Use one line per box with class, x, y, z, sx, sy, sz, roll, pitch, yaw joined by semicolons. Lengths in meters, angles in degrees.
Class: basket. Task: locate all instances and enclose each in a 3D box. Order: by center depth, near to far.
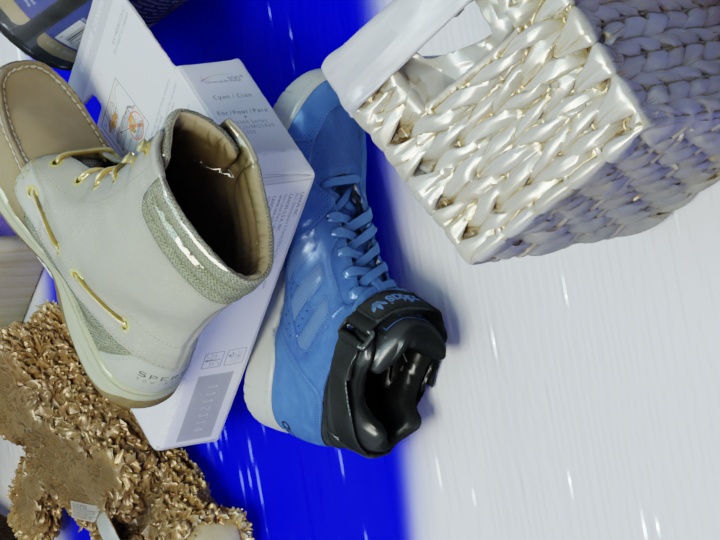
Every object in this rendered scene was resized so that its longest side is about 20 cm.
basket;0.103;-0.088;1.423;0.136;0.200;0.123;-39;74;30

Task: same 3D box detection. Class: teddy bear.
teddy bear;-0.139;0.112;1.693;0.200;0.067;0.145;34;120;23

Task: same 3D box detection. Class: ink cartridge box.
ink cartridge box;-0.106;-0.034;1.609;0.176;0.045;0.200;56;140;35

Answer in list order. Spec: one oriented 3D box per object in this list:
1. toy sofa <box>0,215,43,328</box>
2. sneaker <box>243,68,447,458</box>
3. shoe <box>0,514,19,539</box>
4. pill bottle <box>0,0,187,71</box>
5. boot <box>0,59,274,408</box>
toy sofa;-0.272;-0.053;1.762;0.200;0.083;0.098;37;113;29
sneaker;0.001;0.000;1.569;0.111;0.077;0.200;18;106;40
shoe;-0.179;0.217;1.712;0.053;0.070;0.200;-49;67;17
pill bottle;-0.113;-0.200;1.625;0.200;0.112;0.112;-31;74;32
boot;-0.120;-0.048;1.520;0.200;0.072;0.155;64;145;15
